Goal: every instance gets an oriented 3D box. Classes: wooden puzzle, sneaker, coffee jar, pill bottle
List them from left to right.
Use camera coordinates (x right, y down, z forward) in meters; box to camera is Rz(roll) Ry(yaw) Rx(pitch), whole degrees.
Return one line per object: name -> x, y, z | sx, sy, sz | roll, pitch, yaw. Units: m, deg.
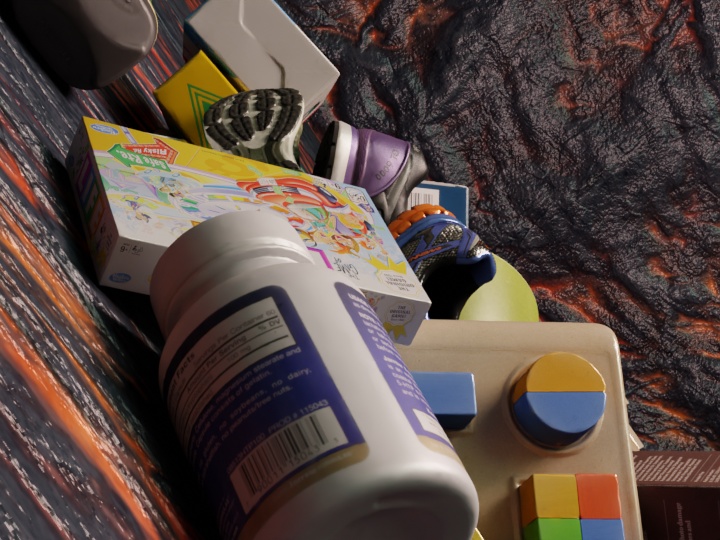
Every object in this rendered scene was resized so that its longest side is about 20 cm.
coffee jar -> -0.202, -0.204, 1.102 | 0.104, 0.085, 0.200 | 53, 6, -23
sneaker -> -0.071, -0.059, 1.076 | 0.201, 0.076, 0.089 | -96, -179, -50
pill bottle -> -0.034, 0.067, 0.747 | 0.120, 0.119, 0.200 | 49, 9, -49
sneaker -> 0.000, 0.000, 1.057 | 0.087, 0.201, 0.076 | 13, -2, -12
sneaker -> 0.018, 0.042, 1.002 | 0.078, 0.201, 0.075 | 22, -17, 47
wooden puzzle -> 0.080, 0.113, 0.884 | 0.046, 0.184, 0.201 | 112, -24, -60

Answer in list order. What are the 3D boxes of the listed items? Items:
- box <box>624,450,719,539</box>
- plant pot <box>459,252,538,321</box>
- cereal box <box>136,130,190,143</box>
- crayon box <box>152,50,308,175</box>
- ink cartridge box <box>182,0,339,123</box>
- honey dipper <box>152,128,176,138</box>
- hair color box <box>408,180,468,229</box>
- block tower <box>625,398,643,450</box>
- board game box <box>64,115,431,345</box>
box -> 0.182, 0.173, 0.956 | 0.075, 0.199, 0.101 | -26, 110, -61
plant pot -> 0.055, 0.113, 1.102 | 0.187, 0.186, 0.201 | 51, 21, -37
cereal box -> -0.115, -0.029, 1.052 | 0.144, 0.039, 0.200 | 55, 5, -1
crayon box -> -0.090, -0.079, 1.239 | 0.173, 0.058, 0.200 | 51, -6, 3
ink cartridge box -> -0.088, -0.169, 1.255 | 0.116, 0.067, 0.200 | 47, -7, -3
honey dipper -> -0.106, -0.032, 1.203 | 0.200, 0.038, 0.038 | 53, 5, 5
hair color box -> 0.029, 0.008, 1.274 | 0.201, 0.099, 0.061 | 100, -5, -52
block tower -> 0.130, 0.169, 1.173 | 0.058, 0.200, 0.054 | 56, 18, 12
board game box -> -0.069, -0.023, 0.893 | 0.199, 0.034, 0.135 | 12, 29, -28
